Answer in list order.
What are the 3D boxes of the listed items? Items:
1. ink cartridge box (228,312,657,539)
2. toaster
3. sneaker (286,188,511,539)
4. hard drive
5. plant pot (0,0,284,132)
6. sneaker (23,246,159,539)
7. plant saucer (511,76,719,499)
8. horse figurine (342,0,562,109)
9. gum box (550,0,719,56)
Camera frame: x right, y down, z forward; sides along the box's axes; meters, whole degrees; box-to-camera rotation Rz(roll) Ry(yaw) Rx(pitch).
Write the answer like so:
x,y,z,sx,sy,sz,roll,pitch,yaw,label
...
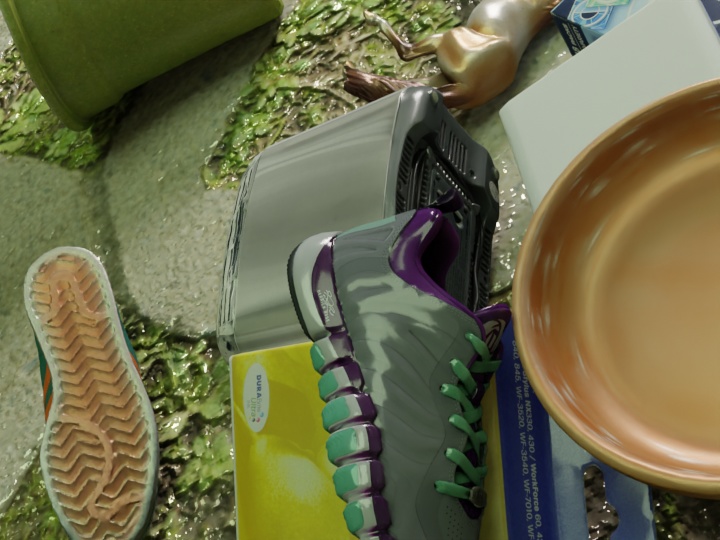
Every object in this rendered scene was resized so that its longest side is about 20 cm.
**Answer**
x,y,z,sx,sy,sz,roll,pitch,yaw,label
0.034,0.123,0.657,0.199,0.047,0.198,-13,71,28,ink cartridge box
0.000,0.000,0.798,0.129,0.114,0.201,-14,53,29,toaster
0.032,0.060,0.610,0.087,0.074,0.201,-24,66,15,sneaker
0.155,-0.048,0.758,0.132,0.025,0.200,-34,46,23,hard drive
-0.163,-0.228,1.080,0.184,0.201,0.201,-17,43,4,plant pot
-0.159,0.087,0.870,0.071,0.080,0.201,-12,61,-4,sneaker
0.164,0.006,0.604,0.200,0.037,0.201,-14,56,22,plant saucer
0.071,-0.160,0.932,0.132,0.050,0.200,23,58,26,horse figurine
0.239,-0.168,0.835,0.170,0.045,0.200,-44,40,-8,gum box
